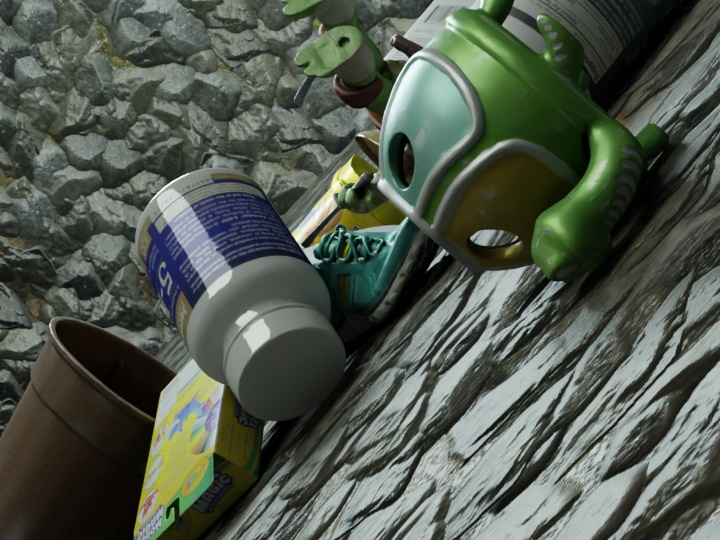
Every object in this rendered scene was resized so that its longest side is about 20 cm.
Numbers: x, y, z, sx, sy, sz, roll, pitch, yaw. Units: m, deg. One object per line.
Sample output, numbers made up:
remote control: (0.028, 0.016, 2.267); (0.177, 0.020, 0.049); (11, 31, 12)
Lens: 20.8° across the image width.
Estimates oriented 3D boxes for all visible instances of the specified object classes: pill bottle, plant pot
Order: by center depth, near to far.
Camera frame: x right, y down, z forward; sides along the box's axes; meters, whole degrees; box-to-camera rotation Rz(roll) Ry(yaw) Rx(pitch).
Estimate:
pill bottle: (0.137, -0.170, 1.426); (0.200, 0.119, 0.120); (-51, 6, -15)
pill bottle: (-0.091, 0.020, 1.538); (0.120, 0.120, 0.200); (-47, 43, 12)
plant pot: (-0.246, 0.178, 1.755); (0.199, 0.200, 0.200); (-55, 5, 8)

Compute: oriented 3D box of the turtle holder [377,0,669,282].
turtle holder: (0.092, -0.060, 1.095); (0.132, 0.185, 0.141); (-48, -26, 3)

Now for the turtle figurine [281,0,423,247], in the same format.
turtle figurine: (-0.018, -0.120, 1.482); (0.199, 0.194, 0.145); (5, 60, 29)

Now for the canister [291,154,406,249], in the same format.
canister: (-0.040, -0.001, 1.830); (0.200, 0.086, 0.149); (-50, 5, 9)

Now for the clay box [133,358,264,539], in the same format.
clay box: (-0.125, 0.140, 1.574); (0.115, 0.047, 0.201); (-46, 24, 31)

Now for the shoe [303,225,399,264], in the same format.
shoe: (-0.037, 0.033, 1.679); (0.199, 0.091, 0.071); (-20, 16, -2)

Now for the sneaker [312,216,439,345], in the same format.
sneaker: (0.000, 0.000, 1.550); (0.078, 0.080, 0.200); (-53, 8, -33)

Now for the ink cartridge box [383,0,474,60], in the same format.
ink cartridge box: (0.133, -0.203, 1.608); (0.200, 0.084, 0.146); (-50, 32, -18)

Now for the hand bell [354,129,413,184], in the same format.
hand bell: (0.095, -0.161, 1.706); (0.200, 0.104, 0.104); (-52, 6, -6)
